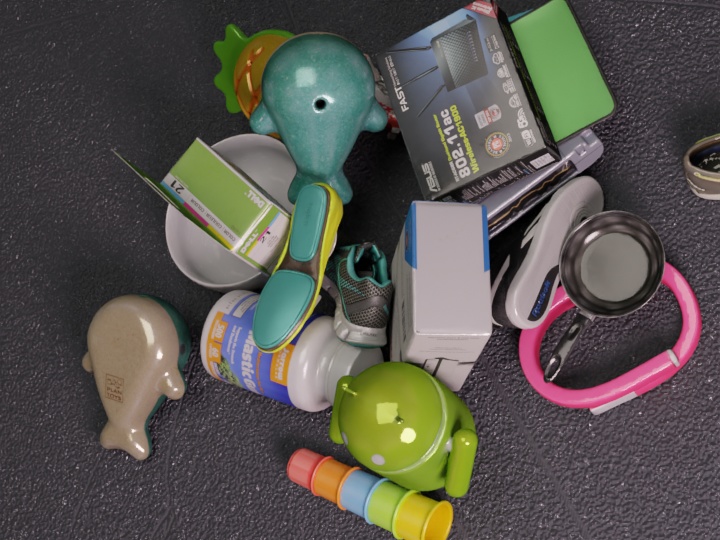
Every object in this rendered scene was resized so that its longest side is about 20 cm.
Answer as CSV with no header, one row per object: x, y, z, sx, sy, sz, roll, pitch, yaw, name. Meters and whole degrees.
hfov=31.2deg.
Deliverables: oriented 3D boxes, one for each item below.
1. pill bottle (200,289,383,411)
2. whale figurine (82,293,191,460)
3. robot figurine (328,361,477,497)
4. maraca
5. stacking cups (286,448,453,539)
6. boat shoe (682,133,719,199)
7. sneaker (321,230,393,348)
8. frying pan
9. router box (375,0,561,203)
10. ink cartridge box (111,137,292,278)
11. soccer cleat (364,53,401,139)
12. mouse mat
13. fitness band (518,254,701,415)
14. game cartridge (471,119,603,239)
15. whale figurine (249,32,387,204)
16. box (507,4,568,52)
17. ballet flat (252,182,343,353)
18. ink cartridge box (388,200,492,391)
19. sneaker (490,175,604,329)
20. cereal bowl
-0.077,0.098,1.495,0.199,0.112,0.113,16,79,30,pill bottle
-0.271,0.128,1.603,0.158,0.104,0.202,11,101,28,whale figurine
0.050,0.164,1.356,0.175,0.200,0.116,23,81,30,robot figurine
-0.108,-0.230,1.578,0.199,0.107,0.138,23,121,34,maraca
0.003,0.253,1.431,0.199,0.060,0.061,16,79,32,stacking cups
0.439,-0.118,1.350,0.200,0.060,0.073,-7,68,24,boat shoe
0.000,0.000,1.476,0.200,0.077,0.092,-116,37,-52,sneaker
0.262,0.031,1.362,0.114,0.031,0.192,4,80,27,frying pan
0.118,-0.183,1.438,0.149,0.062,0.201,-26,70,21,router box
-0.165,-0.087,1.458,0.076,0.200,0.148,-50,59,1,ink cartridge box
0.007,-0.222,1.598,0.199,0.068,0.086,25,94,36,soccer cleat
0.174,-0.199,1.455,0.199,0.008,0.162,-28,69,19,mouse mat
0.265,0.067,1.382,0.199,0.037,0.144,-29,61,13,fitness band
0.168,-0.119,1.477,0.199,0.040,0.134,-36,44,10,game cartridge
-0.047,-0.164,1.460,0.158,0.104,0.202,-1,111,-5,whale figurine
0.157,-0.249,1.525,0.199,0.082,0.050,-16,65,20,box
-0.063,0.001,1.450,0.066,0.067,0.202,14,82,25,ballet flat
0.081,0.033,1.386,0.083,0.200,0.147,1,69,-5,ink cartridge box
0.184,-0.024,1.437,0.111,0.073,0.201,-2,48,53,sneaker
-0.138,-0.062,1.601,0.198,0.083,0.202,-9,68,24,cereal bowl
